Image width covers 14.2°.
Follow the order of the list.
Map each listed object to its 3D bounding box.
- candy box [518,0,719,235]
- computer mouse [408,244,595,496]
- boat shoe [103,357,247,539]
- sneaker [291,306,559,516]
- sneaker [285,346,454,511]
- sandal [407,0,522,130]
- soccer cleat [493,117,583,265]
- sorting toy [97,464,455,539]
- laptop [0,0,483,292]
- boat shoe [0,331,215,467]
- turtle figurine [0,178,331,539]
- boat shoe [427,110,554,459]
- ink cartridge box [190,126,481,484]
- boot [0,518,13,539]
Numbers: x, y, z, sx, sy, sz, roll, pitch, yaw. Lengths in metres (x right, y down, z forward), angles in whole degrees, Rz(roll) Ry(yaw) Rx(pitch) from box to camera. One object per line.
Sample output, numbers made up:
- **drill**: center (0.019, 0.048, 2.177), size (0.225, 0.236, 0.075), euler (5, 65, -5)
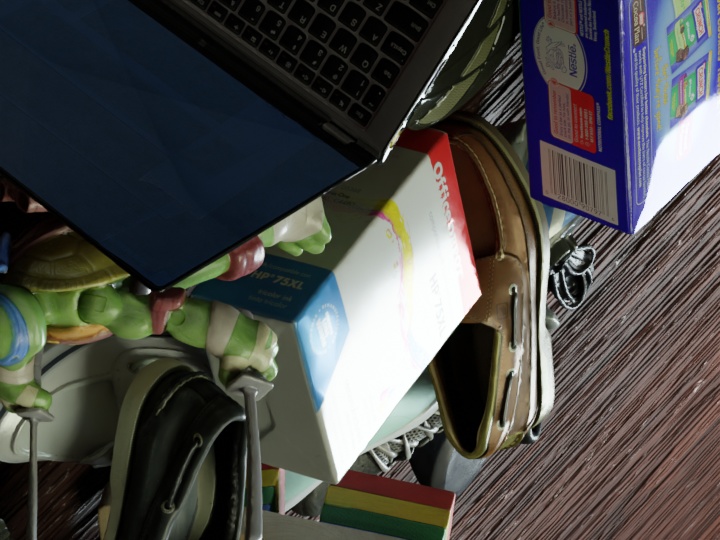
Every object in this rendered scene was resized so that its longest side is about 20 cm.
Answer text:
- **candy box**: center (0.172, -0.145, 1.561), size (0.200, 0.077, 0.169), euler (-39, 139, -34)
- **computer mouse**: center (0.079, 0.053, 1.863), size (0.200, 0.053, 0.139), euler (-61, 160, -10)
- **boat shoe**: center (-0.085, 0.146, 1.440), size (0.074, 0.066, 0.200), euler (-11, 114, -55)
- **sneaker**: center (0.046, 0.088, 1.756), size (0.200, 0.115, 0.075), euler (-53, 157, -1)
- **sneaker**: center (-0.002, 0.054, 1.662), size (0.200, 0.074, 0.118), euler (-42, 161, -21)
- **sandal**: center (0.051, -0.170, 1.487), size (0.080, 0.057, 0.202), euler (-15, 121, -57)
- **soccer cleat**: center (0.127, -0.073, 1.691), size (0.200, 0.086, 0.070), euler (-43, 175, 8)
- **sorting toy**: center (-0.041, 0.173, 1.640), size (0.200, 0.198, 0.070), euler (93, 10, -56)
- **laptop**: center (-0.068, -0.121, 1.149), size (0.200, 0.187, 0.116), euler (-57, 157, 10)
- **boat shoe**: center (-0.117, 0.065, 1.473), size (0.200, 0.067, 0.074), euler (-18, 139, -54)
- **turtle figurine**: center (-0.098, 0.036, 1.362), size (0.194, 0.200, 0.144), euler (-40, 178, -45)
- **boat shoe**: center (0.066, 0.011, 1.652), size (0.068, 0.072, 0.201), euler (-34, 117, -47)
- **ink cartridge box**: center (0.000, 0.000, 1.525), size (0.200, 0.067, 0.116), euler (-51, 142, -37)
- **boot**: center (-0.231, 0.155, 1.410), size (0.130, 0.068, 0.200), euler (-33, 160, -9)
